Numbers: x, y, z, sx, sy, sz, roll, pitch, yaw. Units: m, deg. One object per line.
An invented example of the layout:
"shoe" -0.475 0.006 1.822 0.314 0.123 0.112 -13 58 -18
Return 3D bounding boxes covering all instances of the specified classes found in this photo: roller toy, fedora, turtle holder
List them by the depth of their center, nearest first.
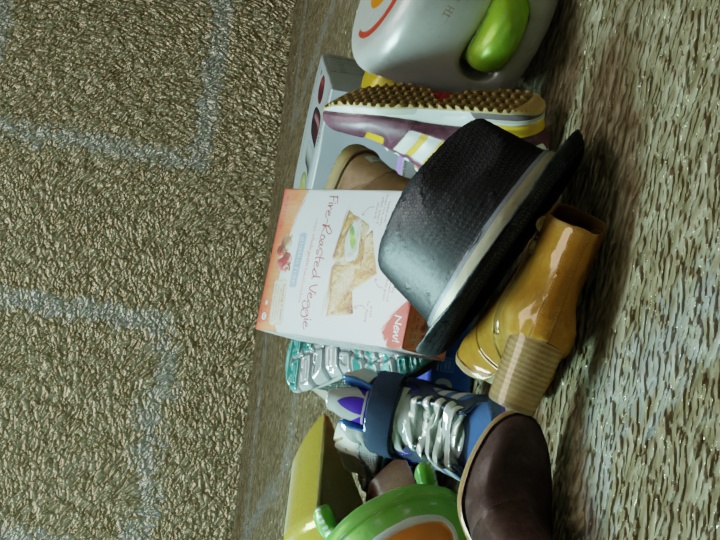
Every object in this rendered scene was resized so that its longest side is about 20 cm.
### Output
"fedora" 0.077 -0.038 1.057 0.201 0.091 0.201 -53 -8 -11
"turtle holder" 0.035 0.257 1.125 0.132 0.140 0.187 57 141 36
"roller toy" 0.077 -0.239 1.249 0.200 0.139 0.184 -36 34 60

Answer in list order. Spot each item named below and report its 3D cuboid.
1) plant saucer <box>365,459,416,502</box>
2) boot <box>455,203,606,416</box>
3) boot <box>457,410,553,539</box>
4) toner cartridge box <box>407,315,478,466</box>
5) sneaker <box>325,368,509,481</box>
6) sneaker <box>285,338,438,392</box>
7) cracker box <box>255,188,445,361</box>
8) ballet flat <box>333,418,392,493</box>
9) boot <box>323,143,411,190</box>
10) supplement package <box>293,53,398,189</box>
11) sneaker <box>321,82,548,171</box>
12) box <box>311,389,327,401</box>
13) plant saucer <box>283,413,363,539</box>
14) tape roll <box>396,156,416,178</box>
"plant saucer" 0.031 0.274 1.319 0.200 0.034 0.203 176 90 -81
"boot" 0.130 0.022 1.048 0.201 0.070 0.145 -111 42 -85
"boot" 0.123 0.194 0.940 0.166 0.072 0.202 169 112 -68
"toner cartridge box" 0.075 0.082 1.342 0.095 0.043 0.202 144 135 -75
"sneaker" 0.044 0.128 1.165 0.200 0.145 0.081 -159 78 -81
"sneaker" 0.018 0.077 1.329 0.199 0.091 0.078 -10 71 51
"cracker box" 0.000 0.000 1.259 0.199 0.057 0.135 4 80 47
"ballet flat" 0.008 0.174 1.410 0.201 0.071 0.073 79 -166 -62
"boot" 0.024 -0.008 1.322 0.200 0.066 0.177 38 119 46
"supplement package" 0.011 -0.123 1.626 0.200 0.146 0.193 -106 27 -71
"sneaker" 0.059 -0.102 1.190 0.075 0.198 0.091 -37 -51 -54
"box" 0.014 0.079 1.516 0.200 0.108 0.129 -172 91 -81
"plant saucer" -0.026 0.274 1.404 0.200 0.048 0.202 -88 -20 -67
"tape roll" 0.086 -0.114 1.416 0.200 0.065 0.202 -171 90 -80
